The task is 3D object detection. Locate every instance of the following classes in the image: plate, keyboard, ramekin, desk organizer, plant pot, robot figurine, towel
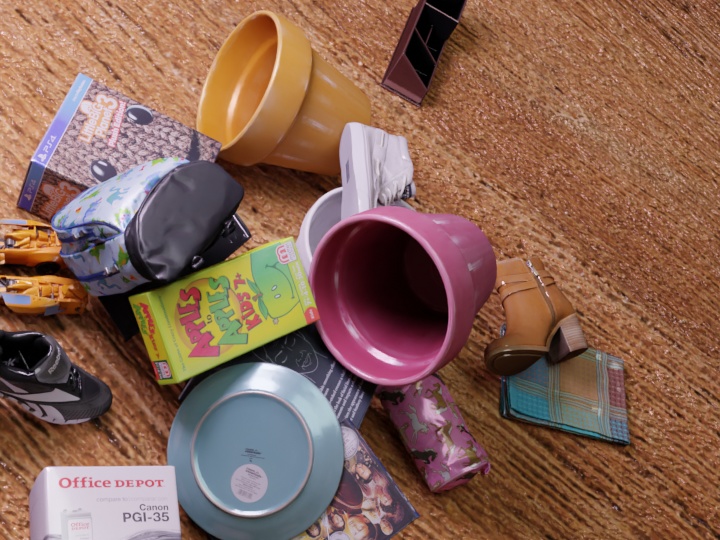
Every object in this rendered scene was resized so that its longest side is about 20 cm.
[{"bbox_3d":[-0.117,0.200,1.322,0.199,0.026,0.202,-1,82,5],"label":"plate"},{"bbox_3d":[-0.208,0.014,1.423,0.127,0.200,0.021,54,10,16],"label":"keyboard"},{"bbox_3d":[0.000,0.000,1.575,0.199,0.105,0.201,14,54,-20],"label":"ramekin"},{"bbox_3d":[0.102,-0.358,1.882,0.071,0.077,0.201,27,51,-9],"label":"desk organizer"},{"bbox_3d":[-0.092,-0.219,1.628,0.183,0.200,0.201,22,50,-33],"label":"plant pot"},{"bbox_3d":[-0.416,-0.005,1.389,0.199,0.058,0.146,3,57,-26],"label":"robot figurine"},{"bbox_3d":[0.283,0.157,1.674,0.199,0.022,0.147,16,54,-18],"label":"towel"},{"bbox_3d":[0.065,0.014,1.420,0.200,0.200,0.179,50,34,10],"label":"plant pot"}]

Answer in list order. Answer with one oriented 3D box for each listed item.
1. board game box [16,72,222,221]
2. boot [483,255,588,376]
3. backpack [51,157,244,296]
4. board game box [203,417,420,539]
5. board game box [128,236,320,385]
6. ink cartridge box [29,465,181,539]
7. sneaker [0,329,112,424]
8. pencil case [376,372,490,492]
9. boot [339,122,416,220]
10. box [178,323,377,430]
[{"bbox_3d":[-0.297,-0.121,1.503,0.199,0.097,0.160,25,51,-11],"label":"board game box"},{"bbox_3d":[0.211,0.057,1.642,0.199,0.074,0.155,-4,62,-46],"label":"boot"},{"bbox_3d":[-0.250,-0.044,1.344,0.154,0.200,0.163,43,55,-10],"label":"backpack"},{"bbox_3d":[-0.053,0.277,1.334,0.200,0.035,0.136,-38,78,0],"label":"board game box"},{"bbox_3d":[-0.147,0.043,1.343,0.199,0.047,0.102,-23,98,-37],"label":"board game box"},{"bbox_3d":[-0.261,0.307,1.248,0.146,0.083,0.201,4,58,-25],"label":"ink cartridge box"},{"bbox_3d":[-0.340,0.112,1.303,0.199,0.090,0.067,27,47,-39],"label":"sneaker"},{"bbox_3d":[0.084,0.180,1.516,0.083,0.086,0.201,9,49,-61],"label":"pencil case"},{"bbox_3d":[0.028,-0.103,1.540,0.095,0.074,0.201,9,55,-16],"label":"boot"},{"bbox_3d":[-0.089,0.127,1.442,0.199,0.107,0.149,32,51,-6],"label":"box"}]
